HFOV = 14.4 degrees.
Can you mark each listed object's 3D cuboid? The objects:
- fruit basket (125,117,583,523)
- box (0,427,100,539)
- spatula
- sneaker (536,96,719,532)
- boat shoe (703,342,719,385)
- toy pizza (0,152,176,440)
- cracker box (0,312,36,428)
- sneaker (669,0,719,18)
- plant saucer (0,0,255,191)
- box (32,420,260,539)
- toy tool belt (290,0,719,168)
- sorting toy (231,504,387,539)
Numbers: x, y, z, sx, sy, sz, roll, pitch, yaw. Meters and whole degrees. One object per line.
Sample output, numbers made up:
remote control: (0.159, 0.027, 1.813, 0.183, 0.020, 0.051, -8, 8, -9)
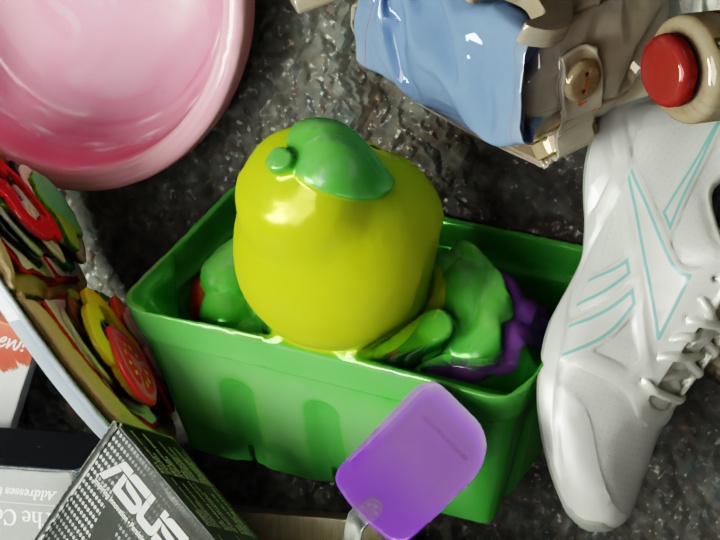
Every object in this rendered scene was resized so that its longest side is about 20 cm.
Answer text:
fruit basket: (0.000, 0.000, 1.300, 0.215, 0.156, 0.216, 14, 125, 21)
box: (-0.209, 0.171, 1.380, 0.199, 0.104, 0.183, 2, 97, 17)
spatula: (-0.016, 0.138, 1.227, 0.057, 0.021, 0.200, 42, 102, 40)
sneaker: (0.131, 0.018, 1.255, 0.080, 0.070, 0.201, 8, 82, 28)
boat shoe: (0.246, 0.037, 1.248, 0.199, 0.076, 0.074, 8, 75, 34)
toy pizza: (-0.137, 0.009, 1.336, 0.032, 0.200, 0.201, -35, 87, 4)
cracker box: (-0.250, 0.085, 1.479, 0.133, 0.058, 0.201, 19, 113, -2)
sneaker: (0.184, -0.119, 1.217, 0.199, 0.088, 0.076, 9, 109, 26)
plant saucer: (-0.136, -0.141, 1.388, 0.200, 0.051, 0.201, 7, 108, 24)
box: (-0.096, 0.200, 1.227, 0.193, 0.047, 0.200, -55, 50, 14)
toy tool belt: (0.064, -0.100, 1.223, 0.200, 0.123, 0.125, 29, 122, 50)
sorting toy: (-0.079, 0.222, 1.432, 0.198, 0.070, 0.201, 2, 95, 25)
